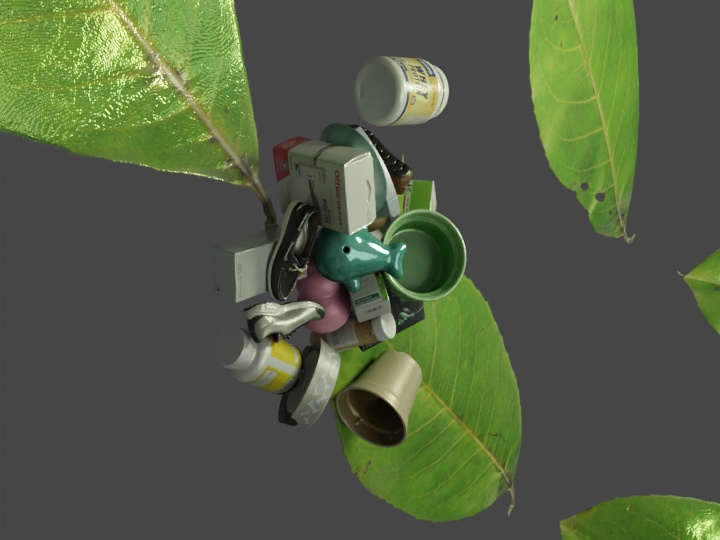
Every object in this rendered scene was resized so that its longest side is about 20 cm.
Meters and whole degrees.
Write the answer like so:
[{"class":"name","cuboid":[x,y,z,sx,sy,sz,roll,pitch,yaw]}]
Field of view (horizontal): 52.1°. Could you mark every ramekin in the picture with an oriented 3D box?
[{"class":"ramekin","cuboid":[0.127,-0.027,1.643,0.196,0.098,0.204,3,80,-14]}]

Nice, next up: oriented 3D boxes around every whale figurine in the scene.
[{"class":"whale figurine","cuboid":[0.000,-0.035,1.504,0.104,0.196,0.162,174,-74,-82]}]

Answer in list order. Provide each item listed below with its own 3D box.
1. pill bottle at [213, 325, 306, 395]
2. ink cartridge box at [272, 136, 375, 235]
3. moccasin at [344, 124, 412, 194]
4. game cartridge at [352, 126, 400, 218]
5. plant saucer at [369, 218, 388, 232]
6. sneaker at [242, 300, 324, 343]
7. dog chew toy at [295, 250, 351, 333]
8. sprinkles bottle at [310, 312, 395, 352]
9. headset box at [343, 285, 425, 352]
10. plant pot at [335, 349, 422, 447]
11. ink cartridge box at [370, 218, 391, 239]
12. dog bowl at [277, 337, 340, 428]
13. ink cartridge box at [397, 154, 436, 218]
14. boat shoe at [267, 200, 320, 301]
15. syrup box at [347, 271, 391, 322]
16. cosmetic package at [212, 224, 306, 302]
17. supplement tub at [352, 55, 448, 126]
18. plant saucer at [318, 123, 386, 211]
[{"class":"pill bottle","cuboid":[-0.207,0.180,1.506,0.199,0.110,0.113,35,76,-53]},{"class":"ink cartridge box","cuboid":[-0.072,-0.171,1.460,0.082,0.198,0.149,-30,127,-40]},{"class":"moccasin","cuboid":[0.026,-0.239,1.579,0.074,0.200,0.078,-42,163,-35]},{"class":"game cartridge","cuboid":[0.005,-0.199,1.542,0.041,0.132,0.202,-41,113,-33]},{"class":"plant saucer","cuboid":[0.019,-0.187,1.657,0.197,0.035,0.205,-1,92,-37]},{"class":"sneaker","cuboid":[-0.150,0.103,1.480,0.198,0.073,0.081,-4,80,-47]},{"class":"dog chew toy","cuboid":[-0.089,0.031,1.600,0.124,0.123,0.204,-29,118,-42]},{"class":"sprinkles bottle","cuboid":[-0.019,0.141,1.663,0.068,0.197,0.069,36,45,-48]},{"class":"headset box","cuboid":[0.056,0.065,1.755,0.198,0.093,0.176,-26,131,-17]},{"class":"plant pot","cuboid":[0.065,0.311,1.874,0.184,0.197,0.203,-51,140,-43]},{"class":"ink cartridge box","cuboid":[0.028,-0.082,1.758,0.109,0.050,0.201,-52,138,-25]},{"class":"dog bowl","cuboid":[-0.109,0.247,1.595,0.058,0.200,0.203,26,82,-14]},{"class":"ink cartridge box","cuboid":[0.134,-0.156,1.762,0.201,0.074,0.150,75,22,-60]},{"class":"boat shoe","cuboid":[-0.127,-0.033,1.442,0.073,0.060,0.204,10,98,-58]},{"class":"syrup box","cuboid":[0.000,0.000,1.600,0.077,0.203,0.082,-17,157,-1]},{"class":"cosmetic package","cuboid":[-0.197,-0.017,1.470,0.198,0.070,0.103,-22,121,-46]},{"class":"supplement tub","cuboid":[0.092,-0.396,1.630,0.198,0.143,0.147,-16,117,-49]},{"class":"plant saucer","cuboid":[-0.030,-0.198,1.507,0.038,0.199,0.204,-35,131,-31]}]
